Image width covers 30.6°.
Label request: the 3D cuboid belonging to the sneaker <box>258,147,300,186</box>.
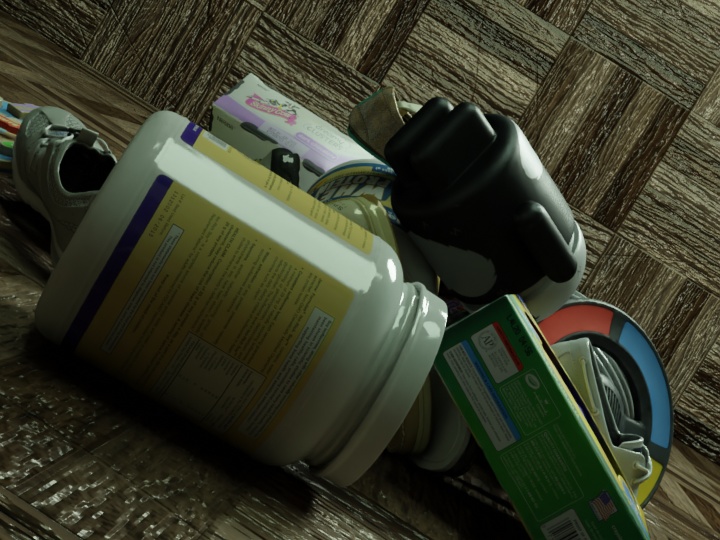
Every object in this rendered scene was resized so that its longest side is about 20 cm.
[{"bbox_3d":[-0.117,-0.048,1.182,0.079,0.200,0.074,20,53,-21],"label":"sneaker"}]

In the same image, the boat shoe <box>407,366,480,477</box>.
[{"bbox_3d":[0.069,0.121,1.063,0.060,0.074,0.200,35,1,-16],"label":"boat shoe"}]

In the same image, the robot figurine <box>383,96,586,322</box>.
[{"bbox_3d":[0.101,-0.043,1.072,0.200,0.124,0.151,53,24,-29],"label":"robot figurine"}]

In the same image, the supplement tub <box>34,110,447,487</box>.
[{"bbox_3d":[-0.065,0.019,0.744,0.199,0.146,0.145,32,4,-8],"label":"supplement tub"}]

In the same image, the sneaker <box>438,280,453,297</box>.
[{"bbox_3d":[0.113,-0.016,1.305,0.114,0.077,0.200,-5,7,1],"label":"sneaker"}]

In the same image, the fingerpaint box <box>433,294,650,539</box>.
[{"bbox_3d":[0.132,0.119,0.953,0.201,0.073,0.167,61,8,6],"label":"fingerpaint box"}]

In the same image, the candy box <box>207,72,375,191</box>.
[{"bbox_3d":[-0.084,-0.078,1.383,0.167,0.201,0.072,33,49,15],"label":"candy box"}]

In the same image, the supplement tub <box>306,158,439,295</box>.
[{"bbox_3d":[0.000,0.000,1.157,0.144,0.145,0.200,31,24,-8],"label":"supplement tub"}]

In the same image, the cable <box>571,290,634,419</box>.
[{"bbox_3d":[0.198,0.114,1.309,0.069,0.201,0.200,-26,54,-29],"label":"cable"}]

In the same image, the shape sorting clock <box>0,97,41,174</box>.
[{"bbox_3d":[-0.309,-0.119,1.050,0.198,0.040,0.200,20,12,-5],"label":"shape sorting clock"}]

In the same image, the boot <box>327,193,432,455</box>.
[{"bbox_3d":[-0.035,0.053,0.980,0.154,0.202,0.073,-12,-4,-24],"label":"boot"}]

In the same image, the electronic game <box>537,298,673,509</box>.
[{"bbox_3d":[0.194,0.124,1.131,0.199,0.202,0.041,30,-20,-25],"label":"electronic game"}]

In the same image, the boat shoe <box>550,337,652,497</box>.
[{"bbox_3d":[0.197,0.150,1.061,0.202,0.068,0.072,68,17,3],"label":"boat shoe"}]

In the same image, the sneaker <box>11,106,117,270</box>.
[{"bbox_3d":[-0.193,-0.070,0.923,0.074,0.083,0.200,-3,36,-28],"label":"sneaker"}]

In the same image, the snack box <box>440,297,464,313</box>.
[{"bbox_3d":[0.103,0.051,1.470,0.168,0.068,0.199,31,-27,-23],"label":"snack box"}]

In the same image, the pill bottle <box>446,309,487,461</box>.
[{"bbox_3d":[0.115,0.107,1.234,0.199,0.112,0.112,35,6,29],"label":"pill bottle"}]

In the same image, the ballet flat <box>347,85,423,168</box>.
[{"bbox_3d":[0.079,-0.093,1.172,0.199,0.067,0.068,35,20,-24],"label":"ballet flat"}]
